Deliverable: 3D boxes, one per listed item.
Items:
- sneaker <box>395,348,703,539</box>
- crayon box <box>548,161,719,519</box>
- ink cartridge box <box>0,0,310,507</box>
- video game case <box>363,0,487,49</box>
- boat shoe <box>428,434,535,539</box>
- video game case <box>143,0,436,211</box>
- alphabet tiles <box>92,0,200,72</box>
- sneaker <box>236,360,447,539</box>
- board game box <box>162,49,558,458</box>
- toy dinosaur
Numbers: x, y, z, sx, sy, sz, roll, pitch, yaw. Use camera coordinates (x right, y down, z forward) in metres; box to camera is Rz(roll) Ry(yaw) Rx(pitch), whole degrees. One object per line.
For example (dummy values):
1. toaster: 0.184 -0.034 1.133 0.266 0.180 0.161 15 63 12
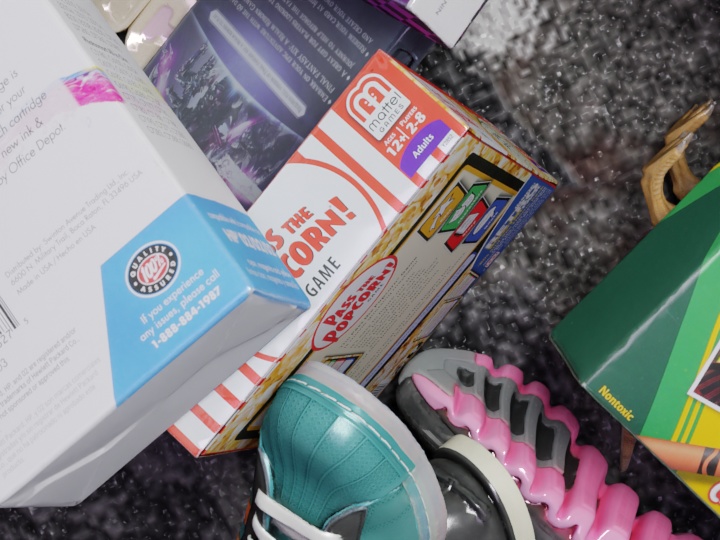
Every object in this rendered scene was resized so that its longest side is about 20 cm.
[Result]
1. sneaker: 0.080 0.123 0.843 0.200 0.079 0.095 44 118 1
2. crayon box: 0.208 0.037 0.797 0.173 0.058 0.200 -45 112 8
3. ink cartridge box: -0.123 -0.033 0.658 0.115 0.068 0.201 -39 76 10
4. video game case: 0.019 -0.198 0.738 0.182 0.200 0.036 -54 137 1
5. boat shoe: 0.048 0.165 0.816 0.063 0.073 0.203 -34 126 -24
6. video game case: -0.039 -0.078 0.774 0.019 0.143 0.200 32 101 -36
7. alphabet tiles: -0.069 -0.144 0.837 0.195 0.015 0.200 42 98 -3
8. sneaker: -0.019 0.120 0.712 0.071 0.201 0.080 29 54 23
9. board game box: 0.000 0.000 0.757 0.046 0.200 0.152 41 97 13
10. toy dinosaur: 0.158 -0.010 0.821 0.200 0.060 0.106 -40 96 7
